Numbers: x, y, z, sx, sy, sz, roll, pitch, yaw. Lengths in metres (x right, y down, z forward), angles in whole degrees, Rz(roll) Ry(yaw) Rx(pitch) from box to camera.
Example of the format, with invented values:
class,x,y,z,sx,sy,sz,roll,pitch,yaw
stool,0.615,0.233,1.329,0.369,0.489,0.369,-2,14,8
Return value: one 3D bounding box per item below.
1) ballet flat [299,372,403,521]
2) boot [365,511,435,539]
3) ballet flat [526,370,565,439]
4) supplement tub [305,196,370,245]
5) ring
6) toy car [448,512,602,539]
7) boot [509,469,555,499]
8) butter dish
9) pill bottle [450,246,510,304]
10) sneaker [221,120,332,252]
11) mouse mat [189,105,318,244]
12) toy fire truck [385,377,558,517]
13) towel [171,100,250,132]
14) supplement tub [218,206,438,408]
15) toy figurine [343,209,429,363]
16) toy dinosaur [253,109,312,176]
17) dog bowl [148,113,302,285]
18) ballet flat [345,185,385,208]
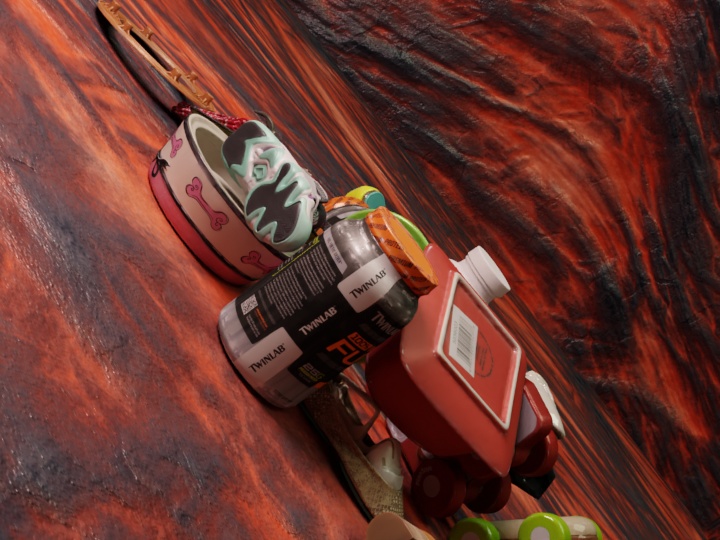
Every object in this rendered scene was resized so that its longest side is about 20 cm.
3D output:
class,x,y,z,sx,sy,sz,roll,pitch,yaw
ballet flat,0.001,0.174,1.361,0.200,0.065,0.070,56,14,12
boot,0.081,0.330,1.242,0.155,0.077,0.200,48,4,-46
ballet flat,0.184,0.143,1.611,0.200,0.070,0.069,22,-19,52
supplement tub,0.000,0.000,1.741,0.123,0.122,0.200,43,16,-43
ring,-0.256,-0.276,1.698,0.200,0.019,0.200,44,5,-5
toy car,0.194,0.377,1.489,0.164,0.157,0.201,24,60,-62
boot,0.130,0.193,1.632,0.200,0.066,0.165,26,-14,48
butter dish,0.070,0.110,1.418,0.200,0.148,0.200,49,35,-25
pill bottle,0.100,0.055,1.789,0.104,0.200,0.104,51,11,-15
sneaker,-0.064,-0.063,1.399,0.140,0.078,0.200,44,15,-41
mouse mat,-0.121,-0.106,1.590,0.161,0.008,0.200,34,-17,33
toy fire truck,0.123,0.182,1.534,0.112,0.200,0.168,6,48,-46
towel,-0.145,-0.145,1.627,0.145,0.022,0.200,48,-13,-30
supplement tub,-0.030,0.034,1.304,0.123,0.200,0.123,50,12,-15
toy figurine,-0.029,0.042,1.491,0.150,0.200,0.184,35,26,17
toy dinosaur,-0.110,-0.132,1.864,0.200,0.077,0.102,49,-11,17
dog bowl,-0.151,-0.071,1.452,0.200,0.074,0.200,51,10,-13
ballet flat,0.007,-0.020,1.883,0.067,0.067,0.201,-14,104,-43
